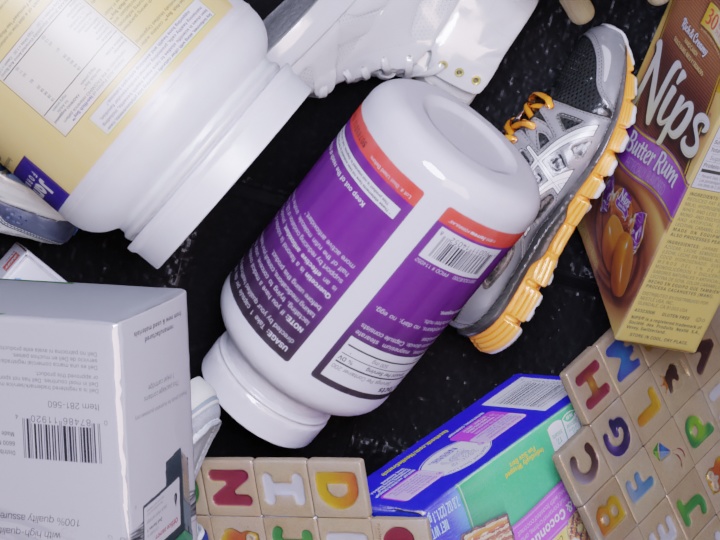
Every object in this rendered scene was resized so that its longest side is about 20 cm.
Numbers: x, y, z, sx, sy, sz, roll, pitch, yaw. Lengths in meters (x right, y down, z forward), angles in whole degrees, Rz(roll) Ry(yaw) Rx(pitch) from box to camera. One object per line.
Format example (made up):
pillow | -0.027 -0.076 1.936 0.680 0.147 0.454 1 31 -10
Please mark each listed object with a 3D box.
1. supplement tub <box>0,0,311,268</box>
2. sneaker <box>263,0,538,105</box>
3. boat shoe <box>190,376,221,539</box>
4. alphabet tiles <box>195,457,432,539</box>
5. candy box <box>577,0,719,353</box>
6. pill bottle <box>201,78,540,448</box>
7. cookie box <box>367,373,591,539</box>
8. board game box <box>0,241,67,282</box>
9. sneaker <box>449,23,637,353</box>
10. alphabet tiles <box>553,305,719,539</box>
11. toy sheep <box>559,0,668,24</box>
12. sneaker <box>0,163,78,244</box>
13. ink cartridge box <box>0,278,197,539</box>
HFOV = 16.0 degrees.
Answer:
supplement tub | -0.139 -0.111 1.300 0.200 0.145 0.145 41 86 -4
sneaker | 0.012 -0.118 1.415 0.200 0.074 0.116 -43 108 -8
boat shoe | -0.119 0.150 1.395 0.071 0.070 0.201 38 113 13
alphabet tiles | -0.045 0.182 1.420 0.200 0.006 0.167 -2 106 26
candy box | 0.187 -0.068 1.421 0.056 0.117 0.200 10 125 -18
pill bottle | 0.000 0.000 1.396 0.112 0.112 0.200 30 113 -22
cookie box | 0.090 0.185 1.473 0.171 0.075 0.200 -32 113 -39
board game box | -0.204 0.101 1.405 0.126 0.035 0.200 42 86 -21
sneaker | 0.093 -0.054 1.458 0.077 0.078 0.200 27 88 -10
alphabet tiles | 0.187 0.100 1.492 0.200 0.006 0.167 -38 109 -42
toy sheep | 0.130 -0.225 1.405 0.138 0.138 0.200 40 45 -22
sneaker | -0.248 -0.042 1.348 0.200 0.077 0.085 18 105 -14
ink cartridge box | -0.165 0.111 1.321 0.146 0.084 0.200 4 103 23
